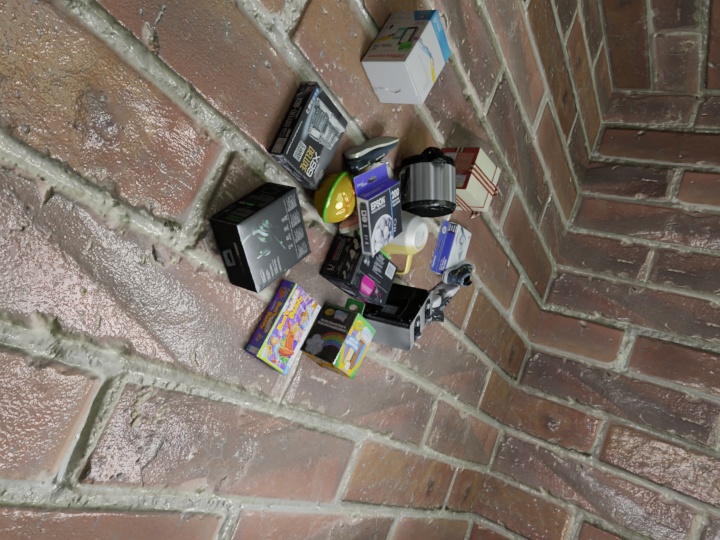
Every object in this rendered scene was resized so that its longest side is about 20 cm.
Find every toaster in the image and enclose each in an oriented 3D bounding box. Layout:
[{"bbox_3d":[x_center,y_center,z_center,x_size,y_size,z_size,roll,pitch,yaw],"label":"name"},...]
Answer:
[{"bbox_3d":[0.110,0.136,1.702,0.181,0.198,0.119,-52,142,-42],"label":"toaster"}]

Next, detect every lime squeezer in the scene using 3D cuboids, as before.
[{"bbox_3d":[0.022,-0.117,1.576,0.038,0.070,0.202,-73,142,-86],"label":"lime squeezer"}]

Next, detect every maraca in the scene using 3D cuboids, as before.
[{"bbox_3d":[-0.057,-0.189,1.412,0.138,0.106,0.200,-66,173,17],"label":"maraca"}]

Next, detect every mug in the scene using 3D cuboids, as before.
[{"bbox_3d":[0.121,-0.101,1.649,0.150,0.152,0.187,-52,139,-31],"label":"mug"}]

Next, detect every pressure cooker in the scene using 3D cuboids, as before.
[{"bbox_3d":[0.206,-0.273,1.681,0.178,0.175,0.202,10,79,-56],"label":"pressure cooker"}]

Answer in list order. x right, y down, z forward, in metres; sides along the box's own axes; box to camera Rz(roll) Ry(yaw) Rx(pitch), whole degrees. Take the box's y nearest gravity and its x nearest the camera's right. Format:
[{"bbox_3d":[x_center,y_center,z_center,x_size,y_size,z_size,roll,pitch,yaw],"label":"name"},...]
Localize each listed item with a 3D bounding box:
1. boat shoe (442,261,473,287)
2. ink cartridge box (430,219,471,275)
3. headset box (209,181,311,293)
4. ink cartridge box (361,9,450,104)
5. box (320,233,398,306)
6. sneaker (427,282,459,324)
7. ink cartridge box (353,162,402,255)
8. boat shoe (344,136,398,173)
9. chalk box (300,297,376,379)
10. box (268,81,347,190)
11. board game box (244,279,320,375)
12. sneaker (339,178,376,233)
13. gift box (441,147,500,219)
[{"bbox_3d":[0.393,0.020,2.065,0.200,0.090,0.072,-19,120,-49],"label":"boat shoe"},{"bbox_3d":[0.345,-0.073,2.076,0.199,0.040,0.201,17,88,-55],"label":"ink cartridge box"},{"bbox_3d":[-0.221,-0.072,1.224,0.200,0.092,0.175,-42,134,-38],"label":"headset box"},{"bbox_3d":[0.127,-0.577,1.491,0.201,0.146,0.146,-62,144,-20],"label":"ink cartridge box"},{"bbox_3d":[0.000,0.000,1.547,0.200,0.114,0.133,38,69,-54],"label":"box"},{"bbox_3d":[0.303,0.124,2.061,0.199,0.075,0.115,-29,125,-40],"label":"sneaker"},{"bbox_3d":[0.052,-0.168,1.451,0.198,0.043,0.202,-39,127,-54],"label":"ink cartridge box"},{"bbox_3d":[0.036,-0.322,1.517,0.200,0.074,0.062,-36,128,-42],"label":"boat shoe"},{"bbox_3d":[-0.049,0.176,1.531,0.201,0.124,0.124,-61,143,-18],"label":"chalk box"},{"bbox_3d":[-0.121,-0.319,1.316,0.158,0.049,0.201,41,68,-53],"label":"box"},{"bbox_3d":[-0.191,0.145,1.386,0.201,0.044,0.135,-63,144,-17],"label":"board game box"},{"bbox_3d":[-0.004,-0.185,1.510,0.200,0.075,0.105,-40,112,-36],"label":"sneaker"},{"bbox_3d":[0.354,-0.296,1.898,0.186,0.184,0.201,30,80,-45],"label":"gift box"}]
